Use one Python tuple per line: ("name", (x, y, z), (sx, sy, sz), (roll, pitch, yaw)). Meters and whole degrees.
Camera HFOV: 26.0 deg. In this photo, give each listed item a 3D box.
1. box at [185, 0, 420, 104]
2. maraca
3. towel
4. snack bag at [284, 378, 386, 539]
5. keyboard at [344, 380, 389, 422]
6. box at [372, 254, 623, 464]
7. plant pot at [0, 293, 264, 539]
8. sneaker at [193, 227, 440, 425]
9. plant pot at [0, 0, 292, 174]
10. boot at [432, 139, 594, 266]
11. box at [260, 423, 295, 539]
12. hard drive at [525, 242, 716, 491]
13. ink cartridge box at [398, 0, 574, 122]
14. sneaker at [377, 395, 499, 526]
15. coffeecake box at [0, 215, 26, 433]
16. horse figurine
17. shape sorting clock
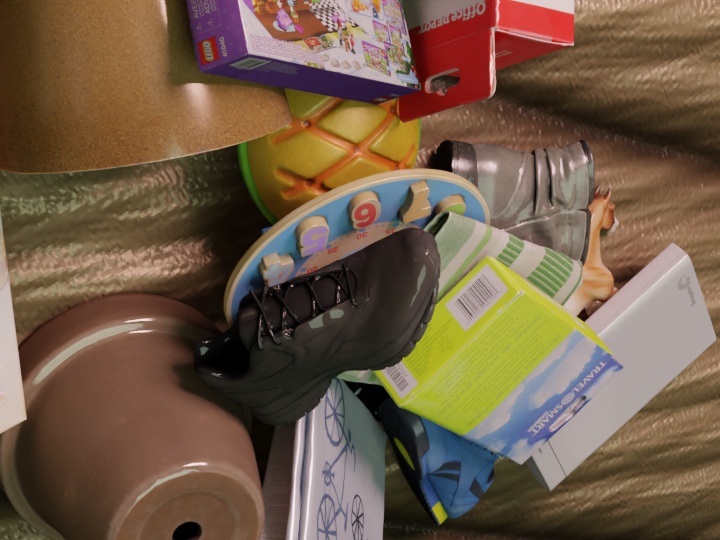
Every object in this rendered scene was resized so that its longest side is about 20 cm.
("box", (-0.038, -0.180, 0.953), (0.200, 0.039, 0.137), (1, 76, -59))
("maraca", (-0.022, -0.116, 1.081), (0.137, 0.107, 0.201), (-13, 111, -23))
("towel", (0.073, 0.032, 1.146), (0.200, 0.023, 0.153), (16, 119, -51))
("snack bag", (-0.015, 0.174, 1.158), (0.021, 0.189, 0.200), (-4, 156, 16))
("keyboard", (-0.019, 0.048, 1.212), (0.104, 0.040, 0.200), (-36, 134, -16))
("box", (0.107, 0.071, 1.160), (0.122, 0.048, 0.200), (-45, 146, 10))
("plant pot", (-0.151, 0.142, 1.104), (0.200, 0.175, 0.201), (-11, 120, -21))
("sneaker", (-0.030, 0.035, 1.033), (0.091, 0.076, 0.200), (25, 127, -39))
("plant pot", (-0.148, -0.176, 0.956), (0.186, 0.186, 0.201), (-14, 106, -20))
("boot", (0.115, -0.006, 1.213), (0.130, 0.068, 0.201), (3, 112, -14))
("box", (-0.047, 0.206, 1.166), (0.036, 0.200, 0.145), (2, 136, 10))
("hard drive", (0.209, 0.084, 1.309), (0.200, 0.027, 0.132), (-41, 139, -9))
("ink cartridge box", (0.083, -0.200, 1.035), (0.067, 0.116, 0.201), (6, 83, -30))
("sneaker", (0.068, 0.137, 1.251), (0.078, 0.066, 0.200), (-31, 149, -5))
("coffeecake box", (-0.303, 0.031, 0.996), (0.153, 0.073, 0.201), (-30, 129, -44))
("horse figurine", (0.156, 0.041, 1.285), (0.200, 0.050, 0.133), (-38, 133, -8))
("shape sorting clock", (0.000, 0.000, 1.094), (0.199, 0.039, 0.200), (-20, 153, -11))
